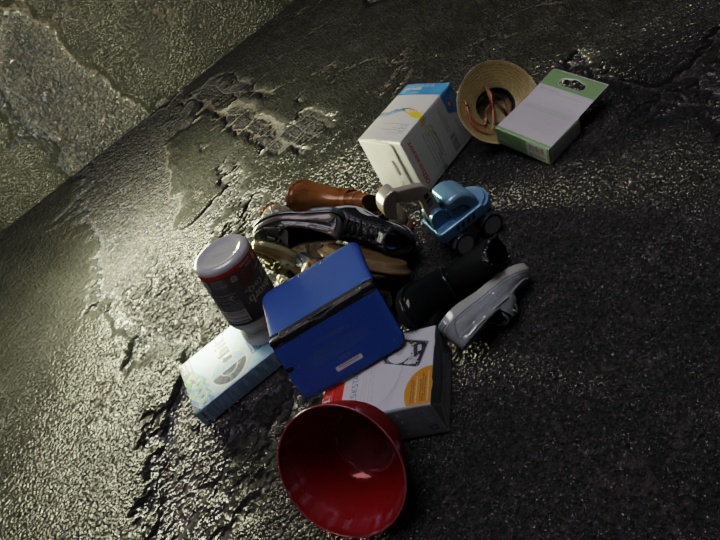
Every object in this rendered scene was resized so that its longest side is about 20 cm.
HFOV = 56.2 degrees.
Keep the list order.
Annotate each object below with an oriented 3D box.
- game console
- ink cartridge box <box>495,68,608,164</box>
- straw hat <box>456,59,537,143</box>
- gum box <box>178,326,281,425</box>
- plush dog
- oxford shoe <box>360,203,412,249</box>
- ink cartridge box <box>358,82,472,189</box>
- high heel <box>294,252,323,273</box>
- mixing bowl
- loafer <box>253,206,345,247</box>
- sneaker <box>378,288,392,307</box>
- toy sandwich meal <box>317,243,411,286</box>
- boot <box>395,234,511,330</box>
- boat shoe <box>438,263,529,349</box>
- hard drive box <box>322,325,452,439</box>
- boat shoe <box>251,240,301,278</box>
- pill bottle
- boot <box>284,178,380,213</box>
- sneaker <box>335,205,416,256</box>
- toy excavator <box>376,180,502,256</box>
[{"bbox_3d":[-0.048,0.081,1.127,0.198,0.172,0.118,-30,11,7],"label":"game console"},{"bbox_3d":[0.396,-0.322,1.394,0.200,0.048,0.145,-44,48,-14],"label":"ink cartridge box"},{"bbox_3d":[0.293,-0.356,1.496,0.201,0.201,0.085,-45,-4,-14],"label":"straw hat"},{"bbox_3d":[-0.264,0.192,1.372,0.199,0.045,0.170,-38,36,-6],"label":"gum box"},{"bbox_3d":[-0.152,-0.067,1.463,0.159,0.173,0.200,-35,35,-1],"label":"plush dog"},{"bbox_3d":[0.015,-0.066,1.410,0.199,0.075,0.070,-41,36,-8],"label":"oxford shoe"},{"bbox_3d":[0.126,-0.300,1.523,0.144,0.148,0.201,15,58,47],"label":"ink cartridge box"},{"bbox_3d":[-0.088,0.073,1.238,0.070,0.204,0.142,-7,11,-20],"label":"high heel"},{"bbox_3d":[-0.010,0.270,0.984,0.197,0.203,0.108,-16,6,25],"label":"mixing bowl"},{"bbox_3d":[-0.126,-0.076,1.306,0.197,0.072,0.064,-9,54,22],"label":"loafer"},{"bbox_3d":[-0.012,0.080,1.220,0.080,0.078,0.200,-5,20,31],"label":"sneaker"},{"bbox_3d":[0.000,0.000,1.278,0.204,0.203,0.072,23,103,50],"label":"toy sandwich meal"},{"bbox_3d":[0.160,0.016,1.131,0.161,0.074,0.198,-31,0,34],"label":"boot"},{"bbox_3d":[0.218,0.063,1.110,0.199,0.070,0.072,-33,68,-23],"label":"boat shoe"},{"bbox_3d":[0.044,0.192,1.095,0.197,0.077,0.157,-17,39,24],"label":"hard drive box"},{"bbox_3d":[-0.136,0.002,1.347,0.073,0.199,0.064,5,68,53],"label":"boat shoe"},{"bbox_3d":[-0.227,0.041,1.307,0.114,0.202,0.117,-17,35,13],"label":"pill bottle"},{"bbox_3d":[-0.057,-0.159,1.500,0.153,0.075,0.198,13,14,37],"label":"boot"},{"bbox_3d":[0.018,-0.078,1.318,0.112,0.196,0.074,-115,38,-79],"label":"sneaker"},{"bbox_3d":[0.143,-0.120,1.259,0.193,0.201,0.100,-36,35,-3],"label":"toy excavator"}]
